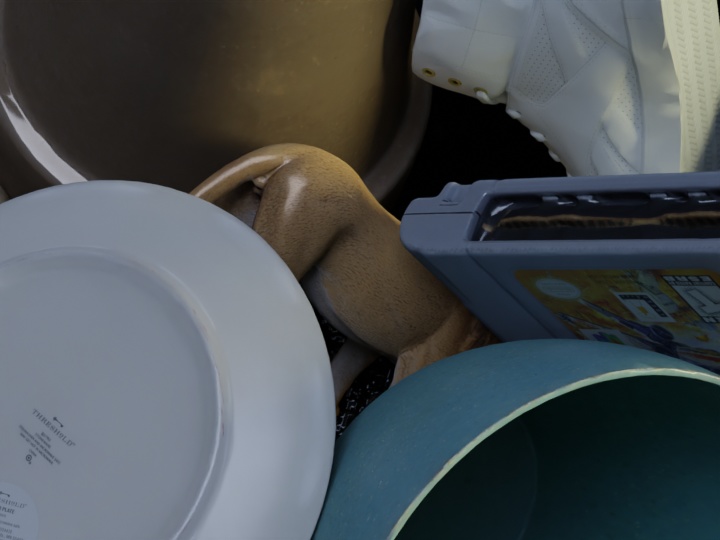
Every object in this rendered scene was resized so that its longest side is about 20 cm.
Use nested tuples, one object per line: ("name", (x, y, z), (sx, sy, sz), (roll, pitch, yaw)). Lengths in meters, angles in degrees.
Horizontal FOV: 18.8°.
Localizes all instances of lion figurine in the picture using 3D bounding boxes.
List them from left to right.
("lion figurine", (0.000, 0.000, 0.847), (0.123, 0.200, 0.073), (-49, 43, 9))

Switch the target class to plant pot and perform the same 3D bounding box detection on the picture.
("plant pot", (-0.050, -0.113, 0.872), (0.199, 0.175, 0.201), (7, 61, -14))
("plant pot", (0.053, 0.107, 0.789), (0.200, 0.200, 0.135), (-38, 30, -10))

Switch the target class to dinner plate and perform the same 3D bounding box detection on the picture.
("dinner plate", (-0.106, 0.058, 0.757), (0.199, 0.024, 0.201), (-6, 69, 17))

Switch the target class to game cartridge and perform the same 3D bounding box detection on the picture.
("game cartridge", (0.123, 0.015, 0.772), (0.200, 0.133, 0.042), (0, 52, 47))

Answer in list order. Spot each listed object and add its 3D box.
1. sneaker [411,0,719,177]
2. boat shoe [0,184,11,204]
("sneaker", (0.082, -0.071, 0.862), (0.115, 0.201, 0.074), (9, 45, 24))
("boat shoe", (-0.169, -0.024, 0.942), (0.074, 0.069, 0.200), (28, 65, 4))
